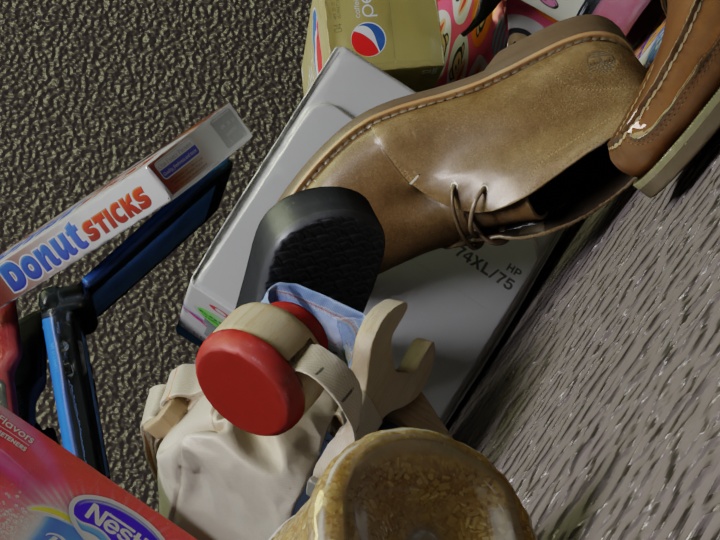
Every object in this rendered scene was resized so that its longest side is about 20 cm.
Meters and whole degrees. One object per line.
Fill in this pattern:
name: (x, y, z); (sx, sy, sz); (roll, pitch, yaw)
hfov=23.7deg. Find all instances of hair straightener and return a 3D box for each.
hair straightener: (-0.178, 0.082, 0.949); (0.041, 0.077, 0.200); (-34, 37, 3)

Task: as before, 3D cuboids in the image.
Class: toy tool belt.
toy tool belt: (-0.024, 0.062, 0.724); (0.123, 0.124, 0.201); (-49, -22, -40)

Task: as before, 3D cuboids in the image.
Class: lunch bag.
lunch bag: (0.081, -0.110, 1.049); (0.200, 0.081, 0.177); (114, 161, -50)

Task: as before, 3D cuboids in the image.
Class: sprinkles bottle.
sprinkles bottle: (-0.020, 0.121, 0.516); (0.068, 0.068, 0.200); (-57, 2, -41)

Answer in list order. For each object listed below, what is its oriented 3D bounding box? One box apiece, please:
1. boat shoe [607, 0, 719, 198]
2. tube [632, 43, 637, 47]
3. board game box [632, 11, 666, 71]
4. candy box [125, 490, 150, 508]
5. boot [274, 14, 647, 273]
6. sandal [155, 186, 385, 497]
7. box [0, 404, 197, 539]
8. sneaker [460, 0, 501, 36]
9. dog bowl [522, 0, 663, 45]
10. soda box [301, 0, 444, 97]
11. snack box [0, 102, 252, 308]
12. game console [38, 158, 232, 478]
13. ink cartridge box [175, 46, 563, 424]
boat shoe: (0.141, -0.123, 0.670); (0.201, 0.068, 0.072); (-57, 4, -16)
tube: (0.147, -0.129, 1.057); (0.058, 0.052, 0.200); (-13, -25, -25)
board game box: (0.157, -0.113, 0.819); (0.096, 0.030, 0.200); (-56, -1, -39)
candy box: (-0.103, 0.183, 0.850); (0.057, 0.116, 0.200); (-54, 2, 5)
boot: (0.043, -0.037, 0.772); (0.199, 0.074, 0.076); (-31, 44, 9)
sandal: (-0.041, 0.039, 0.791); (0.201, 0.076, 0.043); (-63, 38, 32)
box: (-0.123, 0.147, 0.681); (0.095, 0.199, 0.103); (-55, 1, 35)
sneaker: (0.093, -0.212, 0.882); (0.104, 0.060, 0.200); (-41, -13, -23)
dog bowl: (0.160, -0.193, 0.855); (0.200, 0.074, 0.200); (-45, -6, -6)
soda box: (0.003, -0.120, 1.007); (0.200, 0.063, 0.068); (116, 148, -78)
snack box: (-0.140, -0.027, 0.905); (0.199, 0.024, 0.072); (-27, 13, 44)
game console: (-0.120, 0.042, 0.994); (0.117, 0.172, 0.200); (-10, -5, -8)
ink cartridge box: (0.000, 0.000, 0.925); (0.147, 0.146, 0.200); (-57, 1, -12)
